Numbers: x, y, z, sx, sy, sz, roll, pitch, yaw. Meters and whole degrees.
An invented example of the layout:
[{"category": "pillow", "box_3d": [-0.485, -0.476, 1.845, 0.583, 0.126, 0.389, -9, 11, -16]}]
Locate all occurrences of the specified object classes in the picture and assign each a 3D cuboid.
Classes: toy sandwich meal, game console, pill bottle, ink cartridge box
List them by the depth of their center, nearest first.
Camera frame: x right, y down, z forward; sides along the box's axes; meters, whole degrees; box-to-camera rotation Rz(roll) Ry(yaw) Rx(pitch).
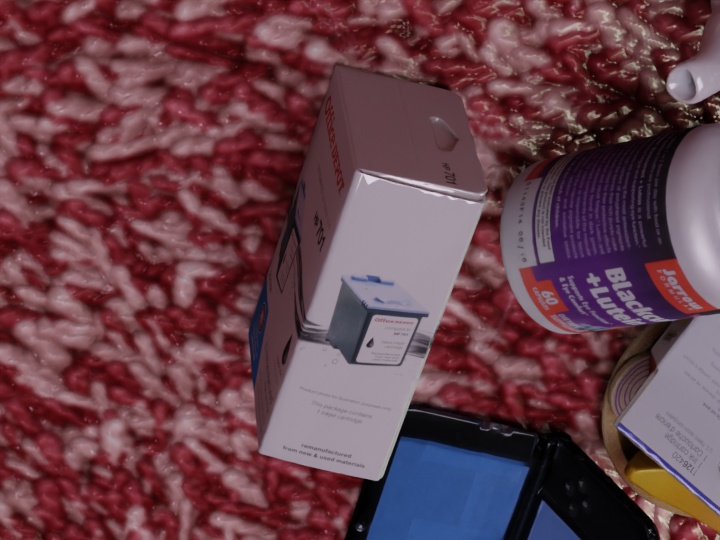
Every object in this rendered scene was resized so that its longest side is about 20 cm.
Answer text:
[{"category": "pill bottle", "box_3d": [0.189, -0.027, 1.473, 0.199, 0.112, 0.112, -11, 131, 45]}, {"category": "ink cartridge box", "box_3d": [0.000, 0.000, 1.496, 0.085, 0.147, 0.201, 12, 117, -12]}, {"category": "ink cartridge box", "box_3d": [0.288, 0.079, 1.574, 0.197, 0.047, 0.200, 40, 87, -9]}, {"category": "toy sandwich meal", "box_3d": [0.259, 0.103, 1.636, 0.203, 0.070, 0.206, -4, 120, -6]}, {"category": "game console", "box_3d": [0.083, 0.212, 1.653, 0.118, 0.172, 0.201, -5, 125, -36]}]

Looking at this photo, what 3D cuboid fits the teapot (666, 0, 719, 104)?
[{"category": "teapot", "box_3d": [0.300, -0.160, 1.421, 0.196, 0.146, 0.201, 24, 103, -3]}]
